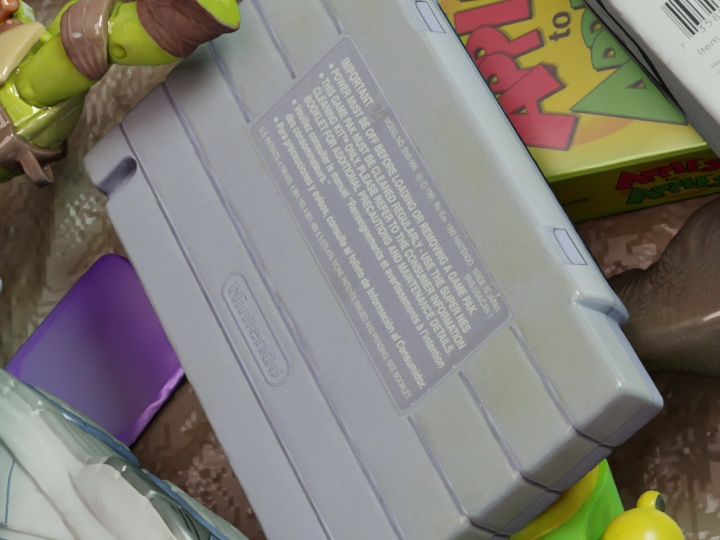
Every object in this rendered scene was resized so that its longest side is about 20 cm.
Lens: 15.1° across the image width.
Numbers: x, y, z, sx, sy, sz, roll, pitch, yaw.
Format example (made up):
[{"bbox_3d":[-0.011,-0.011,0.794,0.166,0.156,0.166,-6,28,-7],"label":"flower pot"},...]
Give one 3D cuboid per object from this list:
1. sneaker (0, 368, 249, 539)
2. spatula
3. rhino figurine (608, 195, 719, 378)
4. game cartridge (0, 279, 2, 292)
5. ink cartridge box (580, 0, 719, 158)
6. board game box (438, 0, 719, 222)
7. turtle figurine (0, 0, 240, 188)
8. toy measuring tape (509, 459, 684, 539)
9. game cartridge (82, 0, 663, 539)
[{"bbox_3d":[-0.096,0.089,0.831,0.087,0.074,0.200,-56,26,-3],"label":"sneaker"},{"bbox_3d":[-0.051,-0.025,0.904,0.056,0.021,0.201,40,108,24],"label":"spatula"},{"bbox_3d":[0.123,0.002,0.811,0.199,0.087,0.060,-17,99,27],"label":"rhino figurine"},{"bbox_3d":[-0.146,0.087,0.841,0.040,0.133,0.202,7,86,-12],"label":"game cartridge"},{"bbox_3d":[0.117,-0.110,0.794,0.116,0.068,0.200,-38,46,4],"label":"ink cartridge box"},{"bbox_3d":[0.108,-0.079,0.869,0.199,0.048,0.102,-12,72,14],"label":"board game box"},{"bbox_3d":[-0.112,-0.057,0.867,0.161,0.200,0.065,-31,100,19],"label":"turtle figurine"},{"bbox_3d":[0.017,0.080,0.854,0.199,0.073,0.074,-2,73,36],"label":"toy measuring tape"},{"bbox_3d":[0.000,0.000,0.824,0.129,0.038,0.201,-39,56,16],"label":"game cartridge"}]
